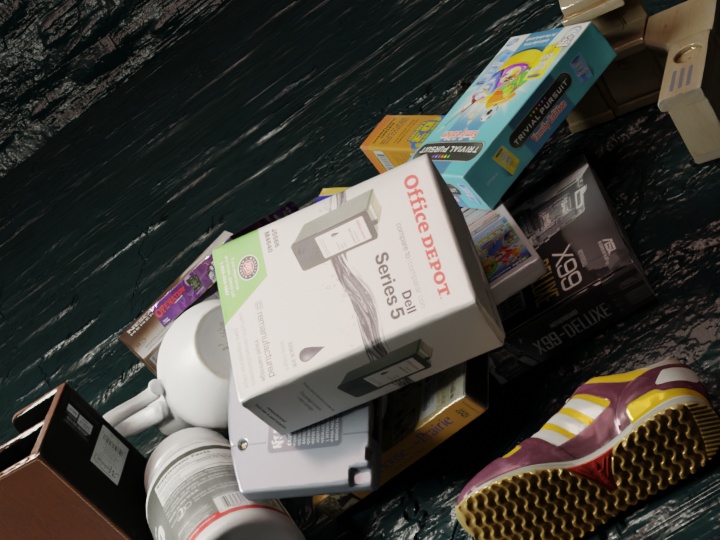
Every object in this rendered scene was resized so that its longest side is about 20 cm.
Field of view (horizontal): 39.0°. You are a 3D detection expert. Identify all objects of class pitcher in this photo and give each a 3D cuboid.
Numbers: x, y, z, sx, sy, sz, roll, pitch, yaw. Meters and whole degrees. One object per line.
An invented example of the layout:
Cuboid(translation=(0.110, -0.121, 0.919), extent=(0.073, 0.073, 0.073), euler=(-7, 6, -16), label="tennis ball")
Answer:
Cuboid(translation=(-0.172, 0.115, 1.026), extent=(0.170, 0.122, 0.200), euler=(-20, -15, -29), label="pitcher")

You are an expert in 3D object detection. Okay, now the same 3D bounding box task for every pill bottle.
Cuboid(translation=(-0.128, 0.225, 0.910), extent=(0.114, 0.114, 0.200), euler=(-43, 26, -7), label="pill bottle")

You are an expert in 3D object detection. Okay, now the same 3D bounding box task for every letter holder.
Cuboid(translation=(-0.281, 0.235, 0.993), extent=(0.141, 0.201, 0.101), euler=(-30, 28, 18), label="letter holder")

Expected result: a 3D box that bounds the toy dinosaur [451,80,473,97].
Cuboid(translation=(0.137, -0.162, 1.130), extent=(0.047, 0.087, 0.203), euler=(171, 116, -83), label="toy dinosaur")

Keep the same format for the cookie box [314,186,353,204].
Cuboid(translation=(0.000, 0.000, 1.097), extent=(0.169, 0.076, 0.201), euler=(-1, 45, 34), label="cookie box")

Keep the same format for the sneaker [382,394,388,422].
Cuboid(translation=(-0.041, 0.087, 0.918), extent=(0.074, 0.080, 0.200), euler=(-50, 37, 10), label="sneaker")

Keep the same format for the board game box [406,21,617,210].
Cuboid(translation=(0.141, -0.153, 1.014), extent=(0.201, 0.047, 0.151), euler=(-50, 20, -10), label="board game box")

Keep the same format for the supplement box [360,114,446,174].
Cuboid(translation=(0.085, -0.151, 1.266), extent=(0.067, 0.069, 0.199), euler=(-50, 30, -16), label="supplement box")

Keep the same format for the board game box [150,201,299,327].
Cuboid(translation=(-0.135, -0.011, 1.076), extent=(0.120, 0.032, 0.200), euler=(-44, 0, 19), label="board game box")

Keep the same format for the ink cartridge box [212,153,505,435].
Cuboid(translation=(-0.004, 0.020, 0.804), extent=(0.198, 0.084, 0.147), euler=(-24, 56, 11), label="ink cartridge box")

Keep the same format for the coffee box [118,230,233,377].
Cuboid(translation=(-0.200, 0.053, 1.303), extent=(0.200, 0.080, 0.114), euler=(-46, 27, -13), label="coffee box")

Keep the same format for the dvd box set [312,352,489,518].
Cuboid(translation=(0.036, 0.113, 0.898), extent=(0.200, 0.029, 0.147), euler=(-42, 23, 32), label="dvd box set")

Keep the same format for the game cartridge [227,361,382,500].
Cuboid(translation=(-0.046, 0.091, 0.857), extent=(0.131, 0.041, 0.203), euler=(-6, 61, 15), label="game cartridge")

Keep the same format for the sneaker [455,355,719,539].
Cuboid(translation=(0.160, 0.132, 0.740), extent=(0.198, 0.076, 0.090), euler=(-26, 21, 13), label="sneaker")

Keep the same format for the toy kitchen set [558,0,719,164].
Cuboid(translation=(0.254, -0.204, 1.018), extent=(0.198, 0.164, 0.182), euler=(-18, 34, 37), label="toy kitchen set")

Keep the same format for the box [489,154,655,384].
Cuboid(translation=(0.171, -0.006, 0.946), extent=(0.157, 0.050, 0.201), euler=(-32, 28, 18), label="box")

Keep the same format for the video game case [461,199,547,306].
Cuboid(translation=(0.080, -0.001, 0.907), extent=(0.142, 0.018, 0.200), euler=(-33, 19, 8), label="video game case")
